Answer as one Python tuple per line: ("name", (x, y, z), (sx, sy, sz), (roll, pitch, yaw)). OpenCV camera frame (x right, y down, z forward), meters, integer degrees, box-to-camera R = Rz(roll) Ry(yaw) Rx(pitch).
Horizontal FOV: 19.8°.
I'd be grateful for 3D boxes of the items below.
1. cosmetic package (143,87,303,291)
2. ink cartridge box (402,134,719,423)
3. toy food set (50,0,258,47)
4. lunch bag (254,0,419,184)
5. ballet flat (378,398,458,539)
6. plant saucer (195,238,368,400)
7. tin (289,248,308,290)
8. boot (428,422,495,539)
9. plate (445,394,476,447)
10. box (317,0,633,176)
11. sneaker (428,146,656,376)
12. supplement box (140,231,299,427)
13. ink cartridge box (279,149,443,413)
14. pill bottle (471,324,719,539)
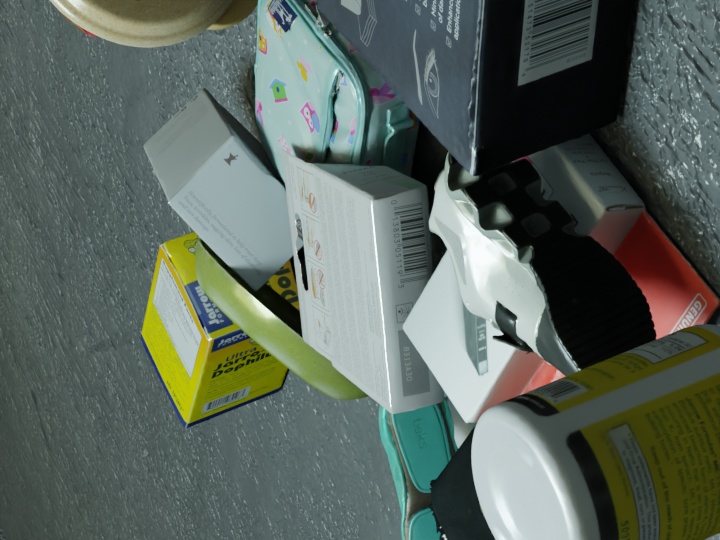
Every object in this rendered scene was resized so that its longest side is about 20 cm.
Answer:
("cosmetic package", (-0.111, -0.072, 1.736), (0.113, 0.081, 0.200), (46, -176, -18))
("ink cartridge box", (0.123, 0.029, 1.340), (0.174, 0.043, 0.201), (56, 132, 33))
("toy food set", (-0.183, -0.277, 1.687), (0.199, 0.199, 0.049), (65, 155, 3))
("lunch bag", (-0.018, -0.127, 1.584), (0.161, 0.077, 0.201), (56, 155, 34))
("ballet flat", (0.058, 0.170, 1.614), (0.070, 0.067, 0.202), (-98, -4, -73))
("plant saucer", (-0.068, 0.048, 1.731), (0.200, 0.031, 0.200), (40, -178, -1))
("tin", (-0.004, 0.009, 1.723), (0.200, 0.042, 0.113), (17, 120, 64))
("boot", (0.092, 0.118, 1.493), (0.199, 0.073, 0.163), (52, 137, 29))
("plate", (0.115, 0.196, 1.606), (0.201, 0.032, 0.200), (60, 157, 23))
("box", (0.068, -0.204, 1.262), (0.200, 0.117, 0.198), (50, 151, 38))
("sneaker", (0.111, 0.016, 1.280), (0.201, 0.074, 0.089), (57, 145, 23))
("supplement box", (-0.130, 0.048, 1.959), (0.109, 0.109, 0.200), (61, 157, 20))
("ink cartridge box", (0.000, 0.000, 1.527), (0.200, 0.050, 0.162), (-144, 46, -67))
("pill bottle", (0.173, 0.098, 1.161), (0.114, 0.199, 0.115), (49, 150, 42))
